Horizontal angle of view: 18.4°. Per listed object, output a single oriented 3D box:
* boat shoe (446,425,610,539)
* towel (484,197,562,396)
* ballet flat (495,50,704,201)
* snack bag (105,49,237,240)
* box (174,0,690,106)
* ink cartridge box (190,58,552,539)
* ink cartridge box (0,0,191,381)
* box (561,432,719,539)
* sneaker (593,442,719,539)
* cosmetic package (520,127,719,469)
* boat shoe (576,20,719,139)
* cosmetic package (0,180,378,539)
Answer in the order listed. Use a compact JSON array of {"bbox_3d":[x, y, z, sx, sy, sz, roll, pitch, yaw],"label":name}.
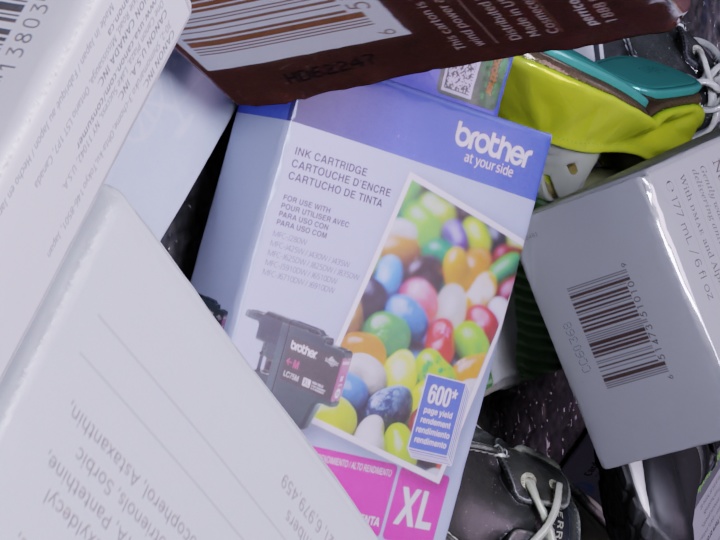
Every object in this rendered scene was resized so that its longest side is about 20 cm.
[{"bbox_3d":[0.062,0.103,0.949,0.200,0.064,0.071,33,65,-54],"label":"boat shoe"},{"bbox_3d":[0.043,-0.020,0.925,0.200,0.023,0.153,-11,98,-62],"label":"towel"},{"bbox_3d":[0.093,-0.061,0.942,0.200,0.067,0.067,1,116,-63],"label":"ballet flat"},{"bbox_3d":[-0.106,-0.073,0.699,0.200,0.021,0.189,59,46,-42],"label":"snack bag"},{"bbox_3d":[-0.001,-0.183,0.685,0.166,0.164,0.201,38,49,-55],"label":"box"},{"bbox_3d":[0.000,0.000,0.800,0.119,0.042,0.201,16,86,-37],"label":"ink cartridge box"},{"bbox_3d":[-0.156,-0.010,0.488,0.045,0.176,0.200,71,36,-53],"label":"ink cartridge box"},{"bbox_3d":[0.155,0.157,1.129,0.156,0.041,0.200,-47,130,-45],"label":"box"},{"bbox_3d":[0.144,0.044,0.979,0.200,0.087,0.076,-92,178,-45],"label":"sneaker"},{"bbox_3d":[0.164,-0.006,0.925,0.200,0.081,0.113,-26,94,-44],"label":"cosmetic package"},{"bbox_3d":[0.152,-0.083,1.074,0.074,0.068,0.200,-62,140,-35],"label":"boat shoe"},{"bbox_3d":[-0.124,0.102,0.546,0.166,0.167,0.200,57,46,-45],"label":"cosmetic package"}]
